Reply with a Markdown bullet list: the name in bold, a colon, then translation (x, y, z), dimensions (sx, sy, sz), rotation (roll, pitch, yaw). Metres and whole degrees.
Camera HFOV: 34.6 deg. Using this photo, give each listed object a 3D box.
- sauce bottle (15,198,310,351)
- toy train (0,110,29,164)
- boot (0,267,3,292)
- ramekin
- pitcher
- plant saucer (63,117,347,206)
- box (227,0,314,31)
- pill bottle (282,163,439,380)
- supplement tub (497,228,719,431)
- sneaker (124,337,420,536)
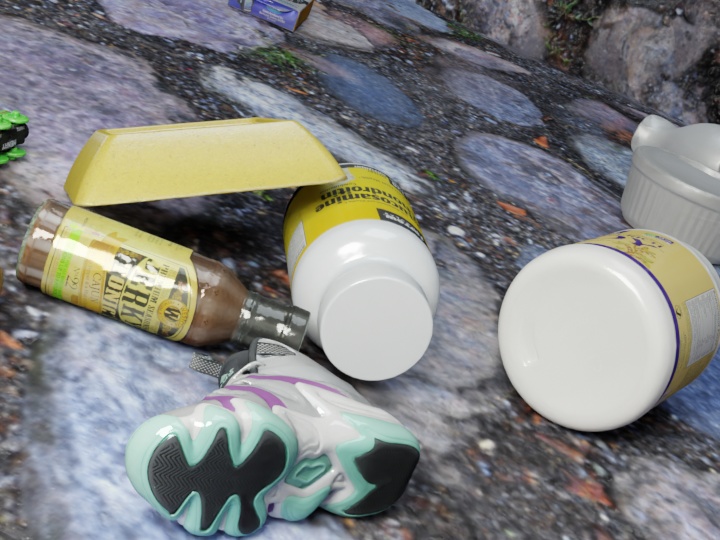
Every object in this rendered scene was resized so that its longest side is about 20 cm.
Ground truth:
- **sauce bottle**: translation (-0.132, 0.012, 0.791), dimensions (0.198, 0.065, 0.065), rotation (19, 21, -4)
- **toy train**: translation (-0.324, -0.095, 0.897), dimensions (0.056, 0.042, 0.200), rotation (14, 19, 9)
- **boot**: translation (-0.330, -0.032, 0.686), dimensions (0.199, 0.073, 0.155), rotation (6, 27, -41)
- **ramekin**: translation (0.450, -0.087, 1.584), dimensions (0.200, 0.095, 0.203), rotation (19, 21, -7)
- **pitcher**: translation (0.570, -0.177, 1.921), dimensions (0.171, 0.122, 0.200), rotation (28, 4, -31)
- **plant saucer**: translation (-0.130, -0.090, 0.903), dimensions (0.198, 0.049, 0.200), rotation (-7, 10, -16)
- **box**: translation (-0.150, -0.453, 1.950), dimensions (0.118, 0.042, 0.200), rotation (22, 23, -2)
- **pill bottle**: translation (0.000, 0.000, 0.887), dimensions (0.111, 0.113, 0.200), rotation (16, 21, -15)
- **supplement tub**: translation (0.216, 0.042, 0.957), dimensions (0.145, 0.147, 0.199), rotation (32, 23, 25)
- **sneaker**: translation (-0.073, 0.084, 0.675), dimensions (0.199, 0.078, 0.140), rotation (15, 18, -46)
